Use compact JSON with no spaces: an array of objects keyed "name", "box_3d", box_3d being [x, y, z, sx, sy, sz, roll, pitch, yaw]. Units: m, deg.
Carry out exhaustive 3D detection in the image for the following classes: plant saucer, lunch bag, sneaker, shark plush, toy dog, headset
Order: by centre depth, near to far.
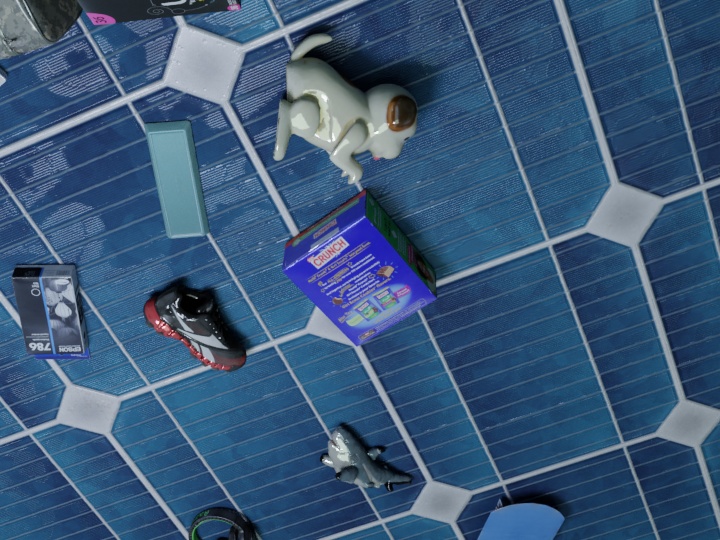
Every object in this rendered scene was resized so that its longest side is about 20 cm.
[{"name":"lunch bag","box_3d":[-0.475,-0.371,1.382,0.165,0.140,0.202,-7,128,23]},{"name":"toy dog","box_3d":[-0.017,-0.221,1.527,0.196,0.140,0.198,9,90,-7]},{"name":"plant saucer","box_3d":[-0.277,-0.132,1.636,0.068,0.019,0.203,-4,128,1]},{"name":"sneaker","box_3d":[-0.254,0.092,1.769,0.199,0.071,0.098,38,119,-25]},{"name":"shark plush","box_3d":[0.020,0.359,1.987,0.198,0.091,0.084,29,91,-17]},{"name":"headset","box_3d":[-0.247,0.550,2.096,0.199,0.094,0.123,41,117,-15]}]

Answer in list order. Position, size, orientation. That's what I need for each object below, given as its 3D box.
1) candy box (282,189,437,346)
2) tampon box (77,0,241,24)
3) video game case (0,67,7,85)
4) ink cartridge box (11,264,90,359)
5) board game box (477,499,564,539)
[{"name":"candy box","box_3d":[0.000,0.000,1.710,0.168,0.078,0.200,-31,123,20]},{"name":"tampon box","box_3d":[-0.258,-0.398,1.332,0.196,0.129,0.150,-6,170,2]},{"name":"video game case","box_3d":[-0.616,-0.266,1.520,0.198,0.018,0.143,-32,122,19]},{"name":"ink cartridge box","box_3d":[-0.504,0.081,1.771,0.097,0.040,0.203,-2,127,-2]},{"name":"board game box","box_3d":[0.306,0.503,2.124,0.155,0.039,0.202,6,131,-13]}]
